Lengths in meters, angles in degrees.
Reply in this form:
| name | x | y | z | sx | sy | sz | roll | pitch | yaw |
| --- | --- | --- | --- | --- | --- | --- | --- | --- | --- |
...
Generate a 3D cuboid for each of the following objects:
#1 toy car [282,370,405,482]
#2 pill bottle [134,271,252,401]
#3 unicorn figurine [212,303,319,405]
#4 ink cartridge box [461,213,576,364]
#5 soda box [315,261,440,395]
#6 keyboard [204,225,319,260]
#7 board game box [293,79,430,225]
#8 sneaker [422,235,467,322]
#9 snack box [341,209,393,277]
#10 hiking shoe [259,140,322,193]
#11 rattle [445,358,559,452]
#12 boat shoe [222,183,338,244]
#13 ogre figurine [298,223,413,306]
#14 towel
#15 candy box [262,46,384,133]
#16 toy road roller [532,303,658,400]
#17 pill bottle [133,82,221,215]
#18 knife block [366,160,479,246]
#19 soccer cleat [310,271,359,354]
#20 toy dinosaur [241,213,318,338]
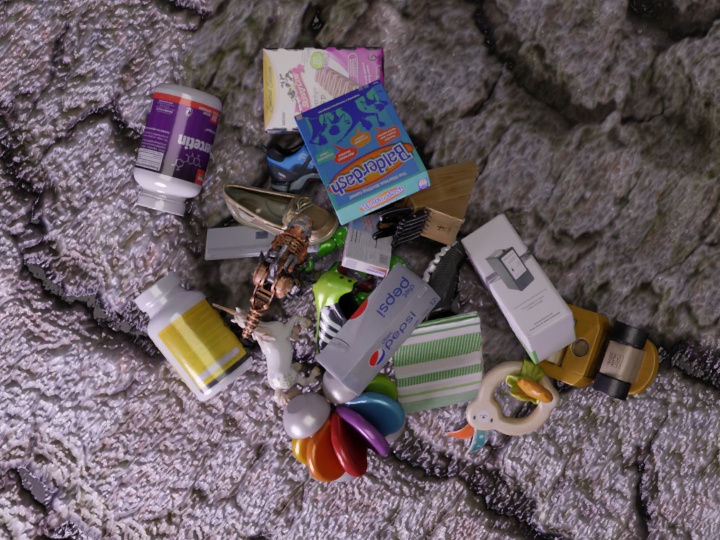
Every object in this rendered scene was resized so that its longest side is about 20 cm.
| name | x | y | z | sx | sy | sz | roll | pitch | yaw |
| --- | --- | --- | --- | --- | --- | --- | --- | --- | --- |
| toy car | -0.012 | 0.254 | 1.563 | 0.200 | 0.150 | 0.175 | -41 | 121 | -6 |
| pill bottle | -0.275 | 0.104 | 1.594 | 0.112 | 0.112 | 0.200 | -37 | 93 | -1 |
| unicorn figurine | -0.135 | 0.124 | 1.591 | 0.074 | 0.137 | 0.201 | -29 | 78 | 36 |
| ink cartridge box | 0.253 | 0.030 | 1.556 | 0.084 | 0.146 | 0.200 | -32 | 64 | 2 |
| soda box | 0.027 | 0.089 | 1.501 | 0.200 | 0.063 | 0.068 | -49 | 52 | -2 |
| keyboard | -0.162 | -0.051 | 1.608 | 0.199 | 0.011 | 0.056 | -4 | 64 | 15 |
| board game box | 0.001 | -0.187 | 1.521 | 0.152 | 0.045 | 0.200 | -24 | 61 | -1 |
| sneaker | 0.136 | 0.035 | 1.606 | 0.090 | 0.067 | 0.200 | 33 | 72 | 18 |
| snack box | 0.018 | -0.073 | 1.567 | 0.072 | 0.200 | 0.024 | 15 | 134 | -6 |
| hiking shoe | -0.058 | -0.187 | 1.602 | 0.199 | 0.074 | 0.087 | -15 | 111 | -2 |
| rattle | 0.225 | 0.243 | 1.576 | 0.200 | 0.143 | 0.130 | -34 | 113 | 11 |
| boat shoe | -0.131 | -0.096 | 1.578 | 0.200 | 0.063 | 0.073 | 19 | 70 | 25 |
| ogre figurine | 0.000 | 0.000 | 1.609 | 0.200 | 0.098 | 0.120 | 40 | 102 | 9 |
| towel | 0.128 | 0.152 | 1.594 | 0.152 | 0.023 | 0.200 | -11 | 133 | -1 |
| candy box | -0.060 | -0.296 | 1.615 | 0.199 | 0.061 | 0.137 | -2 | 92 | -1 |
| toy road roller | 0.395 | 0.138 | 1.628 | 0.200 | 0.146 | 0.123 | 20 | 92 | 35 |
| pill bottle | -0.299 | -0.195 | 1.584 | 0.112 | 0.112 | 0.201 | 14 | 91 | -2 |
| knife block | 0.085 | -0.119 | 1.569 | 0.175 | 0.064 | 0.200 | 21 | 48 | 1 |
| soccer cleat | -0.032 | 0.091 | 1.582 | 0.081 | 0.068 | 0.201 | 14 | 130 | 24 |
| toy dinosaur | -0.133 | 0.005 | 1.515 | 0.200 | 0.136 | 0.102 | -41 | 86 | 1 |
